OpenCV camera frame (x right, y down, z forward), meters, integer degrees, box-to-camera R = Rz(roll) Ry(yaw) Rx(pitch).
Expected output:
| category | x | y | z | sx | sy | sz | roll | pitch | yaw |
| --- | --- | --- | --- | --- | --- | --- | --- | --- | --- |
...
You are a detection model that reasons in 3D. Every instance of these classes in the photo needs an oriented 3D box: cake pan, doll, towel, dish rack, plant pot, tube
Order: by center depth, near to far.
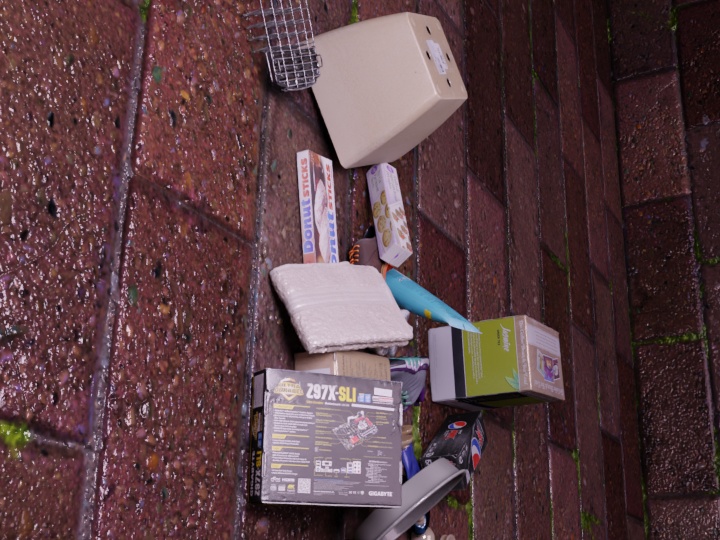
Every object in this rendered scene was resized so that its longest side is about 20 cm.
| category | x | y | z | sx | sy | sz | roll | pitch | yaw |
| --- | --- | --- | --- | --- | --- | --- | --- | --- | --- |
| towel | -0.021 | 0.049 | 1.293 | 0.197 | 0.035 | 0.134 | -1 | 52 | -43 |
| dish rack | -0.117 | -0.354 | 1.330 | 0.153 | 0.053 | 0.205 | -29 | 110 | -60 |
| cake pan | 0.066 | 0.339 | 1.351 | 0.037 | 0.201 | 0.199 | 48 | 21 | 18 |
| plant pot | 0.050 | -0.292 | 1.462 | 0.199 | 0.174 | 0.204 | -19 | 88 | -63 |
| tube | 0.100 | 0.052 | 1.476 | 0.076 | 0.199 | 0.051 | 10 | 103 | -41 |
| doll | 0.086 | 0.352 | 1.507 | 0.137 | 0.047 | 0.205 | -74 | 152 | -77 |

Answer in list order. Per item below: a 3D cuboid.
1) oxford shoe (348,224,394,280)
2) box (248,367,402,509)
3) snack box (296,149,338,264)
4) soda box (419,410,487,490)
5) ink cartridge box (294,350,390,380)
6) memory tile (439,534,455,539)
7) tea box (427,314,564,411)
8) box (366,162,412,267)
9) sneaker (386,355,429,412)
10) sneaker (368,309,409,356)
| category | x | y | z | sx | sy | sz | roll | pitch | yaw |
| --- | --- | --- | --- | --- | --- | --- | --- | --- | --- |
| oxford shoe | 0.000 | 0.000 | 1.451 | 0.073 | 0.071 | 0.201 | 49 | 33 | -11 |
| box | -0.041 | 0.215 | 1.192 | 0.196 | 0.049 | 0.164 | 8 | 71 | -26 |
| snack box | -0.061 | -0.068 | 1.378 | 0.072 | 0.024 | 0.205 | 15 | 68 | -62 |
| soda box | 0.166 | 0.311 | 1.635 | 0.200 | 0.069 | 0.065 | -36 | 114 | -66 |
| ink cartridge box | -0.020 | 0.218 | 1.316 | 0.164 | 0.074 | 0.205 | 20 | 65 | -58 |
| memory tile | 0.169 | 0.572 | 1.640 | 0.153 | 0.016 | 0.204 | 39 | 49 | -53 |
| tea box | 0.251 | 0.174 | 1.725 | 0.199 | 0.193 | 0.137 | 24 | 61 | -59 |
| box | 0.044 | -0.094 | 1.502 | 0.038 | 0.041 | 0.203 | 27 | 37 | -31 |
| sneaker | 0.063 | 0.182 | 1.495 | 0.199 | 0.073 | 0.090 | 6 | 81 | -63 |
| sneaker | 0.024 | 0.082 | 1.447 | 0.200 | 0.081 | 0.076 | 27 | 85 | -78 |
